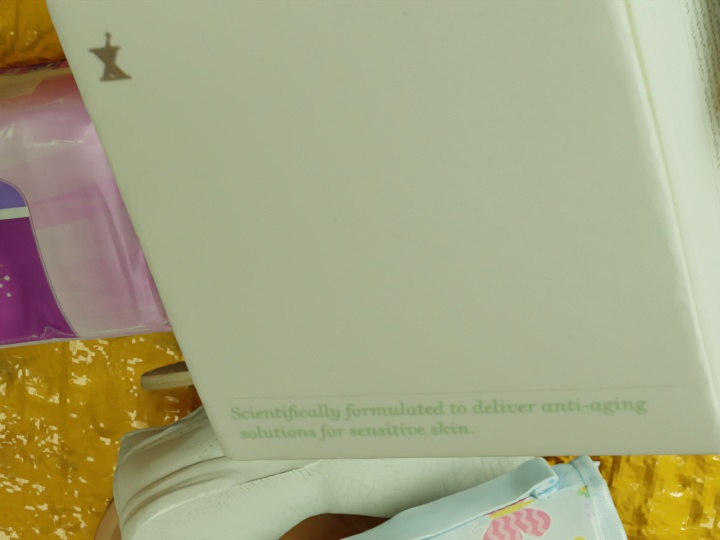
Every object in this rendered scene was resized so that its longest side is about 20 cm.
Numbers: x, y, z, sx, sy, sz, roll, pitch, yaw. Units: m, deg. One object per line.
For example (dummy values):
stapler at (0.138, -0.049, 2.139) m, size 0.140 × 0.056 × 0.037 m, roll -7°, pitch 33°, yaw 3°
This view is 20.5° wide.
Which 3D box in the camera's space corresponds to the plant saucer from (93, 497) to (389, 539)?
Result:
plant saucer at (-0.039, 0.168, 0.977) m, size 0.200 × 0.032 × 0.201 m, roll 6°, pitch 118°, yaw 12°

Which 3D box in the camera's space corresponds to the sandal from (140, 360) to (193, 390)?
sandal at (0.001, -0.001, 0.869) m, size 0.211 × 0.078 × 0.070 m, roll -10°, pitch 94°, yaw 13°

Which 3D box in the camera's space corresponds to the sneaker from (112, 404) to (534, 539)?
sneaker at (-0.017, 0.069, 0.900) m, size 0.200 × 0.089 × 0.075 m, roll -15°, pitch 131°, yaw -5°

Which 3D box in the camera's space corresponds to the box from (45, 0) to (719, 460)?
box at (0.038, -0.060, 0.697) m, size 0.199 × 0.171 × 0.200 m, roll -3°, pitch 121°, yaw 26°

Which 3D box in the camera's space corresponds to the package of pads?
package of pads at (-0.169, -0.025, 0.885) m, size 0.200 × 0.076 × 0.121 m, roll -6°, pitch 113°, yaw 17°

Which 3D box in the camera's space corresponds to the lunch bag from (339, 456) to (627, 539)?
lunch bag at (0.050, 0.184, 0.885) m, size 0.169 × 0.127 × 0.200 m, roll -23°, pitch 119°, yaw -4°
